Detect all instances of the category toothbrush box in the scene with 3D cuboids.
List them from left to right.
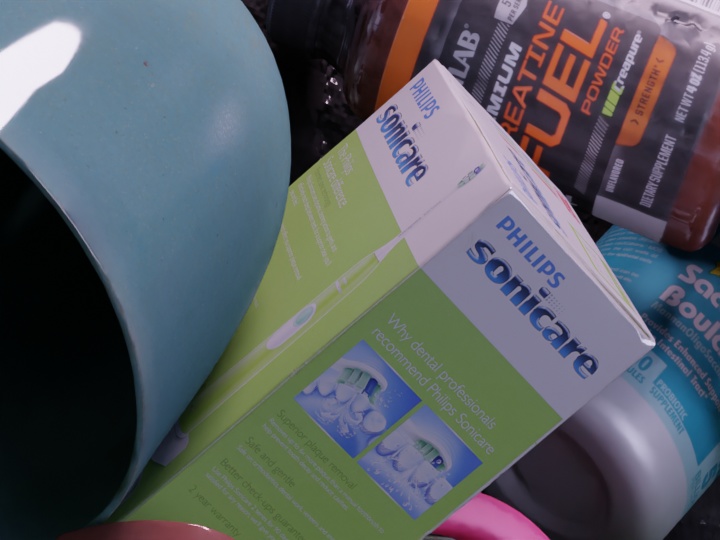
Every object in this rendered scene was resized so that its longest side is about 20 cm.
[{"bbox_3d":[-0.009,0.036,0.981,0.200,0.146,0.086,-42,112,8],"label":"toothbrush box"}]

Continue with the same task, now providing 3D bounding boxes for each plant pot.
[{"bbox_3d":[-0.117,-0.031,0.926,0.161,0.200,0.201,-49,120,-45],"label":"plant pot"}]

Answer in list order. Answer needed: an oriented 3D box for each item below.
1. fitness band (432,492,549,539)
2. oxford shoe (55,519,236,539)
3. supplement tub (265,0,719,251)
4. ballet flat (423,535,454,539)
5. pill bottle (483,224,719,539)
[{"bbox_3d":[0.009,0.173,1.013,0.144,0.037,0.200,41,65,-13],"label":"fitness band"},{"bbox_3d":[-0.124,0.139,0.900,0.070,0.200,0.075,37,46,-38],"label":"oxford shoe"},{"bbox_3d":[0.066,-0.089,1.089,0.107,0.200,0.107,21,90,-83],"label":"supplement tub"},{"bbox_3d":[0.008,0.137,1.116,0.200,0.062,0.068,30,65,-45],"label":"ballet flat"},{"bbox_3d":[0.139,0.030,1.203,0.200,0.111,0.111,-44,117,-34],"label":"pill bottle"}]
